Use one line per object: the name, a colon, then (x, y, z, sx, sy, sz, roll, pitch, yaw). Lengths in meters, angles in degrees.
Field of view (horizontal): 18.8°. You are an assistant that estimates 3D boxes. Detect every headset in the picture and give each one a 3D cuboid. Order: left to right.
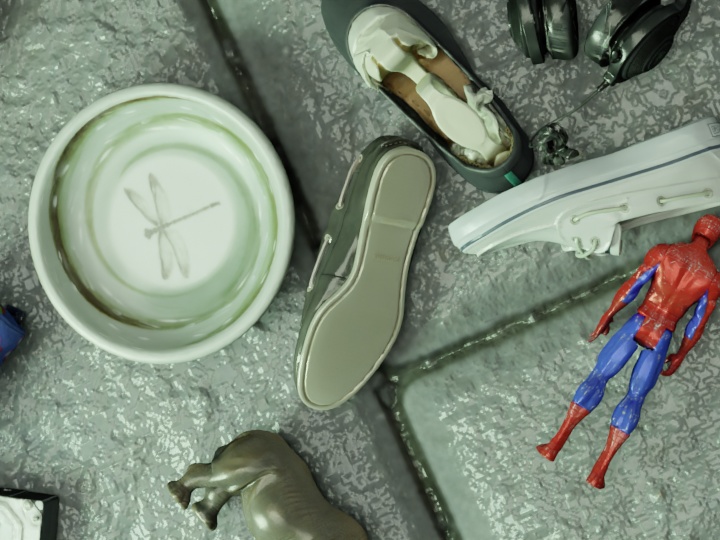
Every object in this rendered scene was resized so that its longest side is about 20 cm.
headset: (0.153, -0.168, 1.466, 0.123, 0.094, 0.201, 14, 84, 13)

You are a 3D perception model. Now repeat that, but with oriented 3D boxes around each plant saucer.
plant saucer: (-0.138, -0.034, 1.564, 0.199, 0.050, 0.201, 1, 93, 14)

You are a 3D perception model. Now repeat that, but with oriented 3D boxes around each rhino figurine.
rhino figurine: (-0.041, 0.200, 1.542, 0.087, 0.060, 0.200, -41, 85, 1)

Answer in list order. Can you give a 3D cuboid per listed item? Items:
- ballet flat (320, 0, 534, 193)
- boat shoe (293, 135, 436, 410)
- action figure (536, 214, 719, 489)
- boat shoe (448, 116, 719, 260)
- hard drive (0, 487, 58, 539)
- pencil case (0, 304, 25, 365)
ballet flat: (0.044, -0.134, 1.507, 0.073, 0.073, 0.200, -44, 81, 11)
boat shoe: (0.000, 0.000, 1.536, 0.067, 0.057, 0.201, 16, 101, -23)
action figure: (0.193, 0.049, 1.487, 0.065, 0.052, 0.200, 31, 94, 5)
boat shoe: (0.160, -0.040, 1.478, 0.199, 0.074, 0.067, -22, 84, 13)
hard drive: (-0.329, 0.226, 1.625, 0.199, 0.038, 0.140, 7, 94, 13)
pencil case: (-0.327, 0.096, 1.579, 0.078, 0.087, 0.200, 38, 85, -31)
